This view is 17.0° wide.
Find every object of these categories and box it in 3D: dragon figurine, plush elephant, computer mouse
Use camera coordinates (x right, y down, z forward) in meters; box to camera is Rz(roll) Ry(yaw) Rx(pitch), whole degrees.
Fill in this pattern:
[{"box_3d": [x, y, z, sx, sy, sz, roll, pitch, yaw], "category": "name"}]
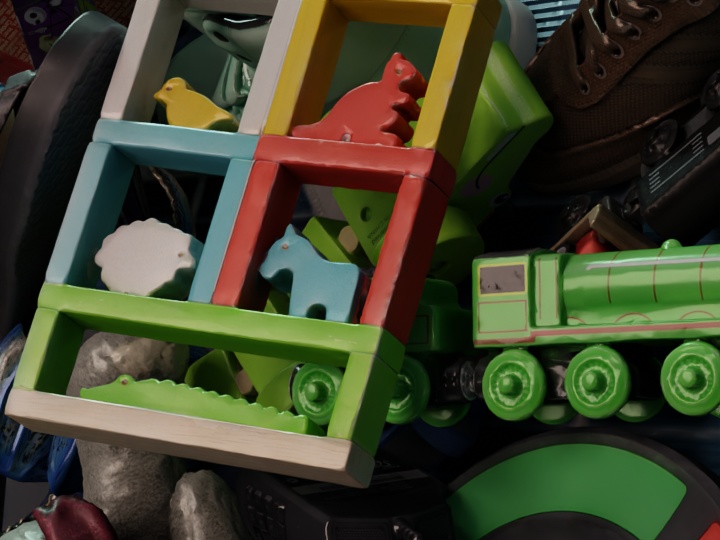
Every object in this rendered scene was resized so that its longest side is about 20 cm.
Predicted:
[{"box_3d": [-0.107, 0.056, 0.918, 0.059, 0.099, 0.201, 15, 95, 42], "category": "dragon figurine"}, {"box_3d": [-0.098, 0.137, 0.805, 0.155, 0.164, 0.201, -167, 58, -75], "category": "plush elephant"}, {"box_3d": [0.020, 0.097, 0.752, 0.200, 0.058, 0.034, 29, 118, 56], "category": "computer mouse"}]

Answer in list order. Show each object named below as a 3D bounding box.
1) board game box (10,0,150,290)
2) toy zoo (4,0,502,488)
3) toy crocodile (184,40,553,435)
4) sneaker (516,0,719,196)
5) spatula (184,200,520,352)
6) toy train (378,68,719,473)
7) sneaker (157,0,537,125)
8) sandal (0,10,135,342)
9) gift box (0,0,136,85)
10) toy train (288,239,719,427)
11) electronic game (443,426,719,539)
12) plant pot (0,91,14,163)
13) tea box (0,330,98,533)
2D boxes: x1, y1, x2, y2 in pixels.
[{"box_3d": [-0.118, -0.092, 0.973, 0.032, 0.200, 0.120, -11, 49, 1], "category": "board game box"}, {"box_3d": [-0.031, -0.035, 0.793, 0.131, 0.020, 0.201, 8, 72, 28], "category": "toy zoo"}, {"box_3d": [0.000, 0.000, 0.856, 0.200, 0.062, 0.068, -51, 57, 28], "category": "toy crocodile"}, {"box_3d": [0.106, -0.099, 0.784, 0.200, 0.075, 0.071, -37, 46, 32], "category": "sneaker"}, {"box_3d": [-0.016, 0.003, 0.920, 0.200, 0.021, 0.057, -17, 65, 44], "category": "spatula"}, {"box_3d": [0.069, 0.008, 0.799, 0.200, 0.034, 0.046, -44, 25, 28], "category": "toy train"}, {"box_3d": [-0.041, -0.096, 0.922, 0.200, 0.118, 0.074, -7, 66, 48], "category": "sneaker"}, {"box_3d": [-0.127, -0.029, 0.898, 0.076, 0.043, 0.200, -53, -4, -33], "category": "sandal"}, {"box_3d": [-0.159, -0.213, 1.069, 0.185, 0.200, 0.187, -43, 42, 20], "category": "gift box"}, {"box_3d": [0.063, 0.020, 0.755, 0.199, 0.042, 0.057, -4, 83, 30], "category": "toy train"}, {"box_3d": [0.055, 0.145, 0.744, 0.200, 0.042, 0.201, -27, 51, 40], "category": "electronic game"}, {"box_3d": [-0.290, -0.038, 1.124, 0.187, 0.200, 0.187, -27, 52, 39], "category": "plant pot"}, {"box_3d": [-0.224, 0.101, 0.974, 0.133, 0.196, 0.201, -25, 53, 41], "category": "tea box"}]
